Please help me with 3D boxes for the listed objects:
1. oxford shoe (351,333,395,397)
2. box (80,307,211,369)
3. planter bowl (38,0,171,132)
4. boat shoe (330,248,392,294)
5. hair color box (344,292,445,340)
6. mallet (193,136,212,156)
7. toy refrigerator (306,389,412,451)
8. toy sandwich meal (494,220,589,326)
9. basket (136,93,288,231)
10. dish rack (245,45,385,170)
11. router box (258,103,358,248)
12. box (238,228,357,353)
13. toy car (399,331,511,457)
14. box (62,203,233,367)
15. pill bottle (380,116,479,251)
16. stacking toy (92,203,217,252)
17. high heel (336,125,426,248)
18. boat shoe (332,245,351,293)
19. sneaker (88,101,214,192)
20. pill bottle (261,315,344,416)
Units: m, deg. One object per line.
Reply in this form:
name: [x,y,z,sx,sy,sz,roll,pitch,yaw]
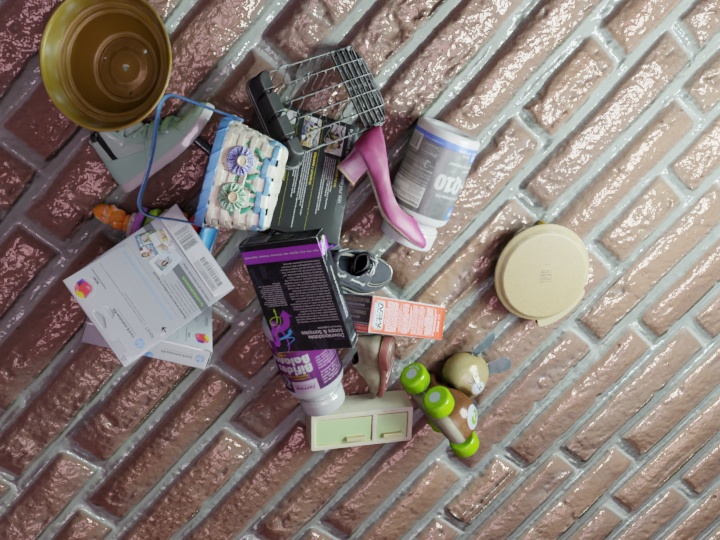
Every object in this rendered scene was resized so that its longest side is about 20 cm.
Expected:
oxford shoe: [0.022,0.168,1.459,0.073,0.071,0.201,14,146,8]
box: [-0.341,0.077,1.296,0.197,0.157,0.042,15,118,-20]
planter bowl: [-0.356,-0.301,1.163,0.196,0.083,0.204,1,95,6]
boat shoe: [0.000,0.000,1.361,0.198,0.062,0.074,10,78,-49]
hair color box: [0.044,0.079,1.375,0.198,0.110,0.065,12,84,-46]
mallet: [-0.203,-0.167,1.304,0.200,0.066,0.041,43,119,-10]
toy refrigerator: [-0.002,0.287,1.525,0.196,0.070,0.077,-4,113,-13]
toy sandwich meal: [0.337,0.002,1.491,0.201,0.070,0.209,-3,111,-8]
basket: [-0.211,-0.148,1.155,0.196,0.139,0.180,13,97,2]
dish rack: [-0.062,-0.262,1.249,0.198,0.054,0.155,-25,91,-26]
router box: [-0.092,-0.150,1.276,0.147,0.051,0.204,14,79,-18]
box: [-0.096,0.036,1.264,0.141,0.036,0.203,-5,116,24]
toy car: [0.203,0.215,1.511,0.199,0.158,0.165,-40,129,-8]
box: [-0.314,0.022,1.196,0.199,0.041,0.157,-37,95,-15]
pill bottle: [0.113,-0.144,1.344,0.112,0.114,0.203,16,109,-19]
stacking toy: [-0.335,-0.063,1.287,0.197,0.116,0.111,19,105,-8]
high heel: [0.058,-0.130,1.275,0.096,0.067,0.200,-44,97,1]
boat shoe: [-0.051,0.021,1.407,0.065,0.070,0.202,-9,126,31]
sneaker: [-0.324,-0.219,1.216,0.199,0.074,0.119,-34,112,14]
pill bottle: [-0.094,0.156,1.423,0.111,0.113,0.203,-21,115,-4]
